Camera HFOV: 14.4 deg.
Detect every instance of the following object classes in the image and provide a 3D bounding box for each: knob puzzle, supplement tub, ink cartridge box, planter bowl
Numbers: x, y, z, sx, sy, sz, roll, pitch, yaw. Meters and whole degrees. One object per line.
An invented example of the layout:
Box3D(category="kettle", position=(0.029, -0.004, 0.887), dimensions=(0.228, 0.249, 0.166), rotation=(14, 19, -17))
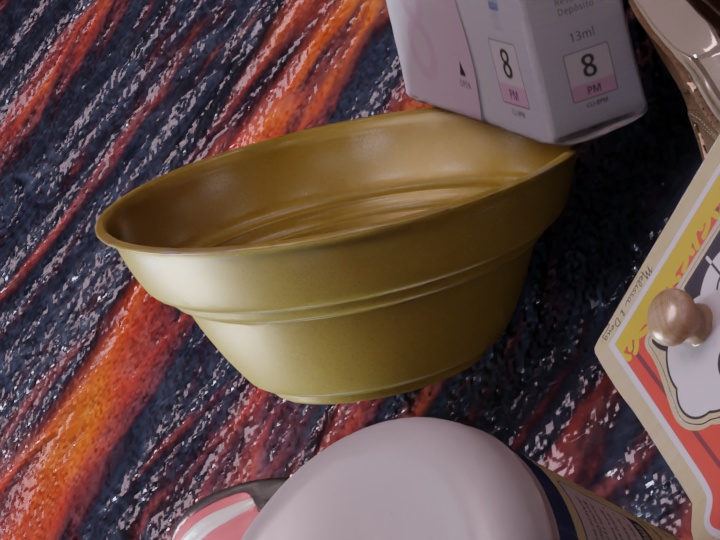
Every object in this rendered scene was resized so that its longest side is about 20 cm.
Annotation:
Box3D(category="knob puzzle", position=(0.154, 0.011, 0.908), dimensions=(0.219, 0.030, 0.221), rotation=(-26, 57, 49))
Box3D(category="supplement tub", position=(0.062, 0.144, 0.892), dimensions=(0.145, 0.199, 0.146), rotation=(-30, 46, 36))
Box3D(category="ink cartridge box", position=(0.042, -0.158, 1.120), dimensions=(0.057, 0.201, 0.162), rotation=(-22, 16, -14))
Box3D(category="planter bowl", position=(0.000, 0.000, 1.128), dimensions=(0.200, 0.200, 0.084), rotation=(8, 114, 53))

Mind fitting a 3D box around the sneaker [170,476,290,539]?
Box3D(category="sneaker", position=(-0.056, 0.156, 1.161), dimensions=(0.200, 0.073, 0.087), rotation=(-40, 54, 33))

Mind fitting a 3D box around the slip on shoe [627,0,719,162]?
Box3D(category="slip on shoe", position=(0.145, -0.046, 1.033), dimensions=(0.061, 0.076, 0.200), rotation=(-60, 40, 23))
